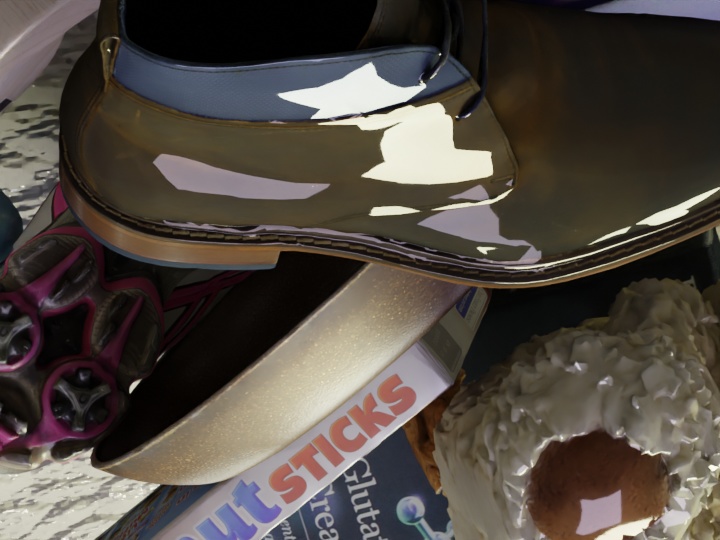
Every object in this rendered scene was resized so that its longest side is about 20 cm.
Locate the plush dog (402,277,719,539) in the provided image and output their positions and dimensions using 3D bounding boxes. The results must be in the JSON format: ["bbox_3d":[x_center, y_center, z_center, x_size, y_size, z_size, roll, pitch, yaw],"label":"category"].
[{"bbox_3d":[0.113,0.054,0.861,0.171,0.161,0.201,-22,126,-7],"label":"plush dog"}]

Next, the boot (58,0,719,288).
[{"bbox_3d":[0.025,-0.044,0.677,0.199,0.075,0.097,-6,160,-6],"label":"boot"}]

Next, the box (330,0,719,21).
[{"bbox_3d":[0.070,-0.128,0.734,0.199,0.105,0.148,-10,157,-3],"label":"box"}]

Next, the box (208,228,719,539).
[{"bbox_3d":[0.047,0.078,0.978,0.199,0.149,0.107,-16,-172,8],"label":"box"}]

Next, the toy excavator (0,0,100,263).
[{"bbox_3d":[-0.147,-0.030,0.873,0.200,0.100,0.194,-43,173,3],"label":"toy excavator"}]

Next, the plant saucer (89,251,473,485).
[{"bbox_3d":[0.000,0.000,0.852,0.200,0.032,0.200,-41,-171,8],"label":"plant saucer"}]

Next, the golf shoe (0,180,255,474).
[{"bbox_3d":[-0.066,-0.018,0.899,0.200,0.073,0.092,-45,-173,-15],"label":"golf shoe"}]

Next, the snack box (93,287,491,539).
[{"bbox_3d":[-0.042,0.071,0.888,0.200,0.024,0.072,-40,-171,23],"label":"snack box"}]

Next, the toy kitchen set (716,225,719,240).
[{"bbox_3d":[0.068,0.049,1.060,0.163,0.200,0.180,37,153,-4],"label":"toy kitchen set"}]
